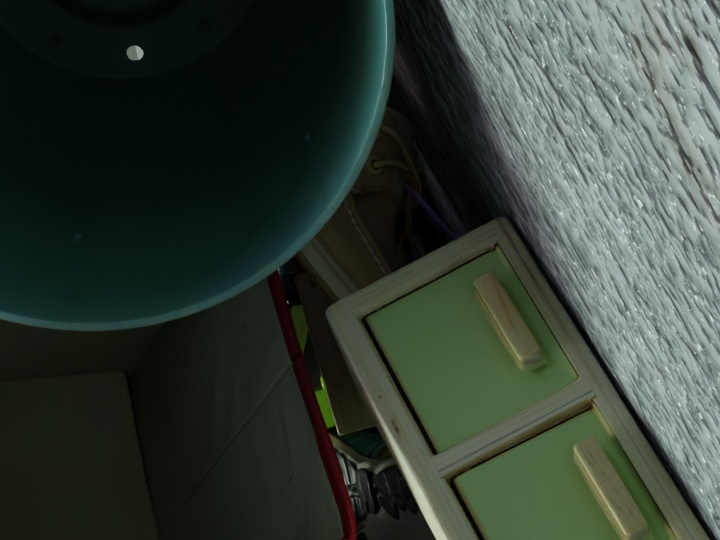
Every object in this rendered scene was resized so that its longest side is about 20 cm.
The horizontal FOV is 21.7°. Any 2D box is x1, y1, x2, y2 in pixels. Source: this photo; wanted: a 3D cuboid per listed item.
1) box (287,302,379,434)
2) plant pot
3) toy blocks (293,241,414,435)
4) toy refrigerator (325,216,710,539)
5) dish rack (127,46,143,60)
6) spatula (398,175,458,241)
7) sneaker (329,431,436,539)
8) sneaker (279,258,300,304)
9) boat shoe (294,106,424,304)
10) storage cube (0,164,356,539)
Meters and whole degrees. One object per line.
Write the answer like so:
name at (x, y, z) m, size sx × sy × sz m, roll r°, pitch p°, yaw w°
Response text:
box at (-0.029, 0.126, 1.100) m, size 0.200 × 0.124 × 0.149 m, roll 44°, pitch -131°, yaw -49°
plant pot at (-0.091, -0.103, 0.663) m, size 0.161 × 0.200 × 0.201 m, roll -95°, pitch -19°, yaw -67°
toy blocks at (0.000, 0.000, 0.927) m, size 0.200 × 0.099 × 0.138 m, roll -29°, pitch -76°, yaw -86°
toy refrigerator at (0.065, 0.084, 0.634) m, size 0.201 × 0.076 × 0.070 m, roll 61°, pitch 176°, yaw 34°
dish rack at (-0.087, -0.062, 0.906) m, size 0.172 × 0.043 × 0.201 m, roll -77°, pitch -25°, yaw -77°
spatula at (0.067, 0.046, 0.756) m, size 0.201 × 0.020 × 0.057 m, roll 63°, pitch 178°, yaw -16°
sneaker at (0.033, 0.110, 0.883) m, size 0.200 × 0.079 × 0.078 m, roll 1°, pitch 104°, yaw 63°
sneaker at (-0.024, -0.056, 1.038) m, size 0.201 × 0.074 × 0.087 m, roll 81°, pitch 170°, yaw -51°
boat shoe at (-0.010, -0.046, 0.791) m, size 0.201 × 0.069 × 0.074 m, roll 58°, pitch -176°, yaw 28°
storage cube at (-0.131, 0.082, 0.740) m, size 0.180 × 0.199 × 0.172 m, roll -53°, pitch 44°, yaw 41°
